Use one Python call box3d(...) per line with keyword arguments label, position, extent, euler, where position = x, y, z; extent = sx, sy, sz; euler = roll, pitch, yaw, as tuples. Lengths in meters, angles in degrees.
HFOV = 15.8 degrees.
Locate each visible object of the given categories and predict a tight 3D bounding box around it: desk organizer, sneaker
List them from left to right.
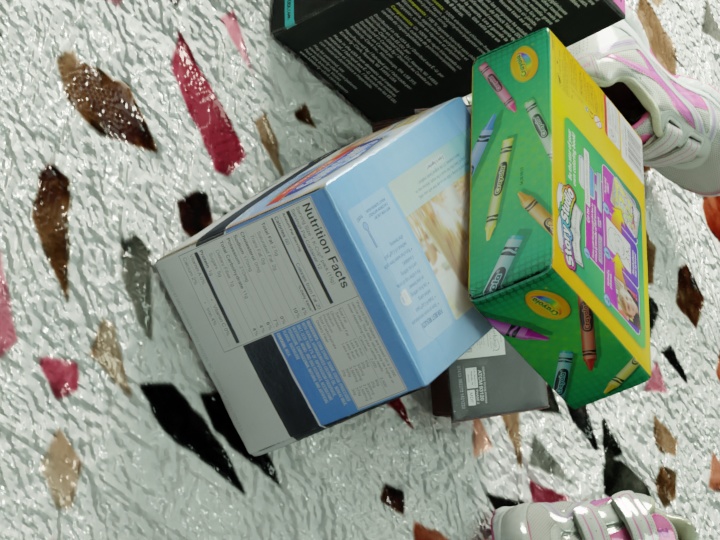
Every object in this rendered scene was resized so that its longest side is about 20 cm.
box3d(label="desk organizer", position=(0.063, -0.005, 1.693), extent=(0.072, 0.077, 0.200), euler=(-7, 91, -24))
box3d(label="sneaker", position=(0.157, 0.180, 1.704), extent=(0.200, 0.088, 0.081), euler=(3, 68, -56))
box3d(label="sneaker", position=(0.218, -0.114, 1.998), extent=(0.200, 0.081, 0.088), euler=(39, 41, -25))

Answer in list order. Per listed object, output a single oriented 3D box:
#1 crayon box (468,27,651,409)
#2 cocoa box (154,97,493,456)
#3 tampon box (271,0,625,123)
box3d(label="crayon box", position=(0.120, -0.033, 1.565), extent=(0.119, 0.058, 0.200), euler=(45, 34, -37))
box3d(label="cocoa box", position=(0.000, 0.000, 1.541), extent=(0.134, 0.131, 0.200), euler=(63, 31, -6))
box3d(label="tampon box", position=(0.060, -0.213, 1.708), extent=(0.126, 0.200, 0.150), euler=(39, 41, -38))
